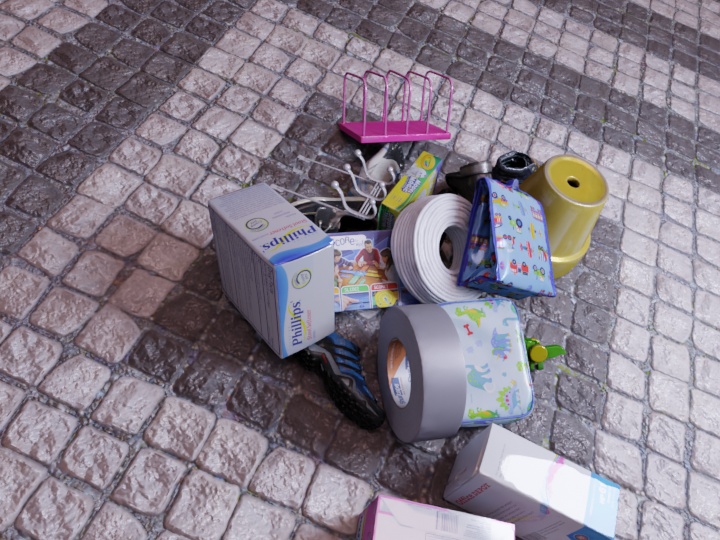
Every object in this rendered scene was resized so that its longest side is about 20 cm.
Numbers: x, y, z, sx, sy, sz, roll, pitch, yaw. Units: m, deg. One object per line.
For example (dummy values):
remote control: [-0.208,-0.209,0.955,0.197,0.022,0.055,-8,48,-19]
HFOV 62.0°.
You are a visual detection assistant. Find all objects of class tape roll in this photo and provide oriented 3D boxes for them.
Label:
tape roll: [0.085,0.150,0.894,0.066,0.200,0.201,-3,58,-17]

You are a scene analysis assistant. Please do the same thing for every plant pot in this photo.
plant pot: [0.370,-0.114,1.158,0.200,0.189,0.201,7,55,-10]

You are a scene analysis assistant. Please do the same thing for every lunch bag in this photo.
lunch bag: [0.183,0.146,0.964,0.160,0.082,0.200,-6,70,1]
lunch bag: [0.254,-0.062,1.020,0.150,0.094,0.201,14,77,-35]

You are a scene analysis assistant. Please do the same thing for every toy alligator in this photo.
toy alligator: [0.254,0.139,1.043,0.199,0.059,0.054,11,98,0]

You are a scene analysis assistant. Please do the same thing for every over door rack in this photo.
over door rack: [-0.051,-0.161,1.059,0.199,0.067,0.148,11,35,12]

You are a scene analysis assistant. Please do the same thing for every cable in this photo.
cable: [0.145,-0.033,1.037,0.200,0.069,0.200,-12,93,-38]

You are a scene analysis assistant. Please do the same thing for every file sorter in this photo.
file sorter: [0.073,-0.343,1.238,0.200,0.126,0.139,-7,27,-19]

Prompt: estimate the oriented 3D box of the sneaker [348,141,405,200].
sneaker: [0.035,-0.202,1.205,0.072,0.072,0.200,-5,33,32]

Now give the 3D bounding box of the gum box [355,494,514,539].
gum box: [0.102,0.367,0.804,0.200,0.114,0.066,14,54,-5]

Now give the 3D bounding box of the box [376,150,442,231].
box: [0.084,-0.121,1.127,0.048,0.117,0.200,28,55,16]

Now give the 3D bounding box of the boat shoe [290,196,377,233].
boat shoe: [-0.064,-0.090,1.094,0.200,0.072,0.068,-7,55,-22]

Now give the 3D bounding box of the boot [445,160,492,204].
boot: [0.221,-0.113,1.170,0.069,0.200,0.175,-9,90,-4]

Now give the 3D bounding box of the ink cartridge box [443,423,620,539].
ink cartridge box: [0.238,0.317,0.856,0.200,0.145,0.085,25,54,2]

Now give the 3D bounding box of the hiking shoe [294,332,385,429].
hiking shoe: [-0.020,0.154,0.940,0.087,0.074,0.200,-33,70,-30]

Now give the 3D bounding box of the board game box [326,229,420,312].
board game box: [0.000,0.000,1.031,0.199,0.034,0.136,-4,88,-16]

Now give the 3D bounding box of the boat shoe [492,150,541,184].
boat shoe: [0.361,-0.209,1.279,0.200,0.091,0.071,-13,61,-23]

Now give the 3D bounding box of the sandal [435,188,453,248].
sandal: [0.139,-0.076,1.135,0.048,0.075,0.201,40,56,-15]

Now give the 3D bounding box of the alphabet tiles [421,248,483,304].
alphabet tiles: [0.143,0.040,1.104,0.167,0.008,0.200,-11,61,-21]

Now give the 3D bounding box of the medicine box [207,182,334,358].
medicine box: [-0.135,-0.004,0.917,0.103,0.182,0.200,-26,47,-29]
